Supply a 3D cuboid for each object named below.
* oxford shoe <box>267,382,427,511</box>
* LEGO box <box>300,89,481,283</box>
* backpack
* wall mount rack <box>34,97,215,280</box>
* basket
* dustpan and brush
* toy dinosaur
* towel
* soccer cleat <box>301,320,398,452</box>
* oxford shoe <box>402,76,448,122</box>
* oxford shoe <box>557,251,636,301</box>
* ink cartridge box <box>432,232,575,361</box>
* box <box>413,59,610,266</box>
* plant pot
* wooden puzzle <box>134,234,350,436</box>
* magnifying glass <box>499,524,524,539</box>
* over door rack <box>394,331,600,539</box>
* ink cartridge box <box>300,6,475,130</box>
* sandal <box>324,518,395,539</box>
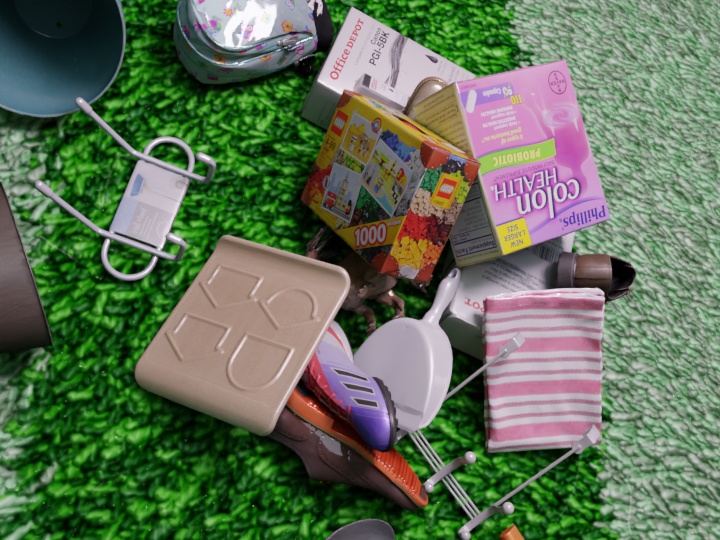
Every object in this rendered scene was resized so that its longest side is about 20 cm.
[{"bbox_3d":[-0.015,0.209,0.932,0.199,0.071,0.073,37,99,4],"label":"oxford shoe"},{"bbox_3d":[0.029,-0.101,0.979,0.076,0.151,0.200,11,21,-38],"label":"LEGO box"},{"bbox_3d":[-0.147,-0.327,1.087,0.198,0.127,0.169,-27,81,-25],"label":"backpack"},{"bbox_3d":[-0.266,-0.099,0.967,0.171,0.075,0.203,20,61,-11],"label":"wall mount rack"},{"bbox_3d":[-0.426,0.023,0.823,0.197,0.136,0.182,-19,71,-23],"label":"basket"},{"bbox_3d":[0.065,0.081,0.972,0.057,0.138,0.203,33,76,-46],"label":"dustpan and brush"},{"bbox_3d":[0.000,0.000,1.024,0.198,0.087,0.136,-12,46,-37],"label":"toy dinosaur"},{"bbox_3d":[0.217,0.122,0.996,0.143,0.030,0.204,-4,105,-1],"label":"towel"},{"bbox_3d":[-0.027,0.125,0.918,0.072,0.069,0.200,0,34,-31],"label":"soccer cleat"},{"bbox_3d":[0.075,-0.138,1.051,0.069,0.074,0.204,11,104,-1],"label":"oxford shoe"},{"bbox_3d":[0.315,0.017,1.086,0.083,0.199,0.074,1,88,26],"label":"oxford shoe"},{"bbox_3d":[0.181,0.013,1.080,0.145,0.083,0.202,25,60,-9],"label":"ink cartridge box"},{"bbox_3d":[0.181,-0.129,1.008,0.174,0.096,0.204,-16,91,-28],"label":"box"},{"bbox_3d":[-0.366,-0.299,0.972,0.197,0.203,0.135,11,29,-16],"label":"plant pot"},{"bbox_3d":[-0.125,0.069,0.926,0.182,0.047,0.202,15,61,25],"label":"wooden puzzle"},{"bbox_3d":[0.222,0.381,0.949,0.079,0.022,0.201,-25,78,-48],"label":"magnifying glass"},{"bbox_3d":[0.146,0.188,0.945,0.199,0.067,0.148,-40,83,9],"label":"over door rack"},{"bbox_3d":[0.038,-0.238,1.140,0.197,0.083,0.149,26,61,-8],"label":"ink cartridge box"},{"bbox_3d":[-0.042,0.322,0.878,0.197,0.045,0.076,-18,74,-26],"label":"sandal"}]
